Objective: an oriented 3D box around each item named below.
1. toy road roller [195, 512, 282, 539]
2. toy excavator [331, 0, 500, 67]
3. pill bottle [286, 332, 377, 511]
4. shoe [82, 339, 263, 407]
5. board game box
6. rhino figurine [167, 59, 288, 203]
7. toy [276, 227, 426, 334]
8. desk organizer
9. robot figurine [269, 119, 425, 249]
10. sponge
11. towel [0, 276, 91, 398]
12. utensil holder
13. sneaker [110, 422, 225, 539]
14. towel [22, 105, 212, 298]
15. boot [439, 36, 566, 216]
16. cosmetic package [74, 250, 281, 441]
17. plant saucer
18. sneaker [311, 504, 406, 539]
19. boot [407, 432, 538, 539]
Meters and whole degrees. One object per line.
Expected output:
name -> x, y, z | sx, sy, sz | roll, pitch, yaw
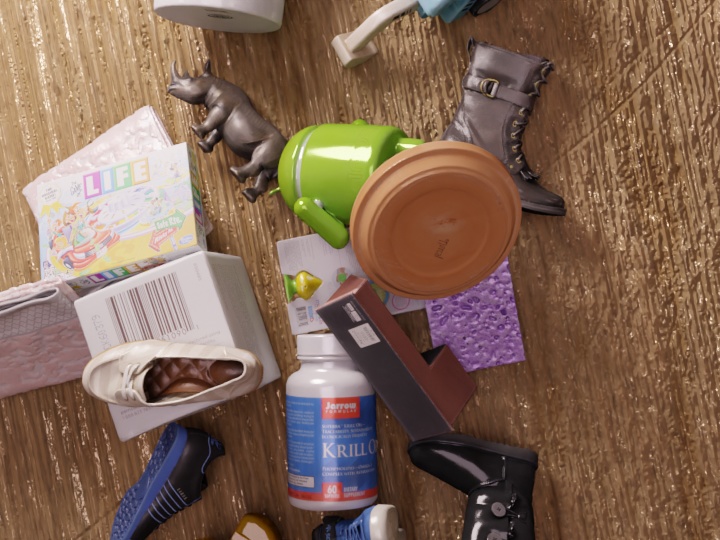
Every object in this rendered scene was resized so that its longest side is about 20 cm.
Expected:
toy road roller -> -0.120, 0.386, 1.252 | 0.198, 0.123, 0.147 | 28, 82, 6
toy excavator -> 0.072, -0.331, 1.232 | 0.198, 0.194, 0.101 | -29, 87, -23
pill bottle -> -0.035, 0.178, 1.244 | 0.110, 0.112, 0.204 | -2, 89, 6
shoe -> -0.203, 0.107, 1.089 | 0.196, 0.053, 0.071 | -4, 88, 6
board game box -> -0.285, -0.060, 1.223 | 0.197, 0.034, 0.137 | -15, 67, 9
rhino figurine -> -0.167, -0.186, 1.283 | 0.087, 0.060, 0.200 | -41, 85, -15
toy -> 0.000, 0.000, 1.266 | 0.197, 0.047, 0.117 | -12, 103, -12
desk organizer -> 0.045, 0.093, 1.209 | 0.071, 0.077, 0.201 | -24, 106, 46
robot figurine -> -0.012, -0.113, 1.216 | 0.197, 0.117, 0.177 | 5, 46, 29
sponge -> 0.130, 0.023, 1.247 | 0.110, 0.030, 0.203 | -10, 102, 5
towel -> -0.411, 0.089, 1.256 | 0.197, 0.192, 0.033 | -14, 55, 6
utensil holder -> -0.161, -0.400, 1.233 | 0.167, 0.170, 0.204 | 6, 94, 6
sneaker -> -0.242, 0.283, 1.289 | 0.077, 0.070, 0.201 | 24, 111, -26
towel -> -0.305, -0.079, 1.281 | 0.198, 0.032, 0.193 | -32, 69, 3
boot -> 0.188, -0.174, 1.243 | 0.198, 0.069, 0.176 | 27, 93, 7
cosmetic package -> -0.207, 0.084, 1.218 | 0.163, 0.200, 0.167 | -20, 87, 6
plant saucer -> 0.087, -0.049, 1.160 | 0.197, 0.033, 0.203 | -5, 126, -7
sneaker -> -0.007, 0.319, 1.202 | 0.109, 0.200, 0.078 | -4, 70, 6
boot -> 0.125, 0.297, 1.201 | 0.162, 0.066, 0.203 | 6, 57, 5
